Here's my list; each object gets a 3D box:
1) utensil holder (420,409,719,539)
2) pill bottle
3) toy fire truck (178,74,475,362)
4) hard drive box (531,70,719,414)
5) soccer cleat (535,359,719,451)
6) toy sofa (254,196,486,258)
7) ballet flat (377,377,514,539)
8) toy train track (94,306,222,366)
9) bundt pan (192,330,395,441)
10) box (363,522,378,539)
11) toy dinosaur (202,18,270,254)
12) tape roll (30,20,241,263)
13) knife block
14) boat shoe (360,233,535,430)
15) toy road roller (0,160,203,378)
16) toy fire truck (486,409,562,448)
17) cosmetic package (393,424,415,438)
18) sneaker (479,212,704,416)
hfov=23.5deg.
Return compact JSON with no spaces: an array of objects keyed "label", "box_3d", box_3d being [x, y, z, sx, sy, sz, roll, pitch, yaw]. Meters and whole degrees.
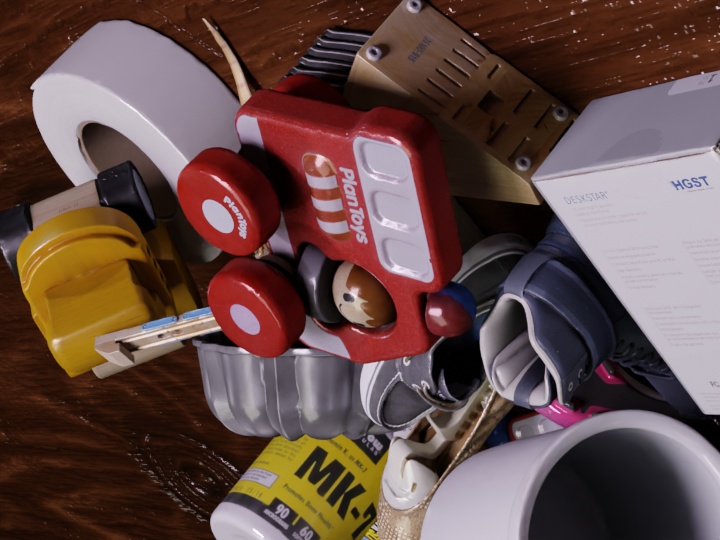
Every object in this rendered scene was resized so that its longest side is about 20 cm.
[{"label":"utensil holder","box_3d":[0.145,0.189,1.168,0.170,0.170,0.200,43,161,-6]},{"label":"pill bottle","box_3d":[-0.027,0.174,1.484,0.114,0.200,0.115,31,153,18]},{"label":"toy fire truck","box_3d":[-0.009,-0.020,1.082,0.167,0.112,0.202,17,136,35]},{"label":"hard drive box","box_3d":[0.219,-0.011,1.007,0.201,0.077,0.155,51,152,-21]},{"label":"soccer cleat","box_3d":[0.186,0.112,1.249,0.199,0.070,0.087,28,151,24]},{"label":"toy sofa","box_3d":[0.000,0.000,1.298,0.083,0.098,0.199,50,152,-18]},{"label":"ballet flat","box_3d":[0.058,0.125,1.311,0.065,0.201,0.070,26,-172,-43]},{"label":"toy train track","box_3d":[-0.098,0.043,1.235,0.198,0.033,0.115,-14,148,18]},{"label":"bundt pan","box_3d":[-0.032,0.088,1.362,0.201,0.200,0.077,2,94,52]},{"label":"box","box_3d":[-0.014,0.203,1.686,0.159,0.049,0.200,37,154,3]},{"label":"toy dinosaur","box_3d":[-0.069,-0.080,1.291,0.106,0.060,0.202,118,135,-63]},{"label":"tape roll","box_3d":[-0.168,-0.102,1.397,0.201,0.071,0.203,32,153,18]},{"label":"knife block","box_3d":[0.037,-0.090,1.148,0.199,0.064,0.176,37,154,8]},{"label":"boat shoe","box_3d":[0.064,0.060,1.205,0.069,0.067,0.200,19,132,-29]},{"label":"toy road roller","box_3d":[-0.198,0.029,1.356,0.201,0.122,0.147,68,-179,-48]},{"label":"toy fire truck","box_3d":[0.163,0.186,1.380,0.200,0.111,0.170,-27,84,64]},{"label":"cosmetic package","box_3d":[0.080,0.200,1.449,0.050,0.083,0.200,-12,148,16]},{"label":"sneaker","box_3d":[0.156,0.056,1.121,0.076,0.147,0.203,1,135,49]}]
